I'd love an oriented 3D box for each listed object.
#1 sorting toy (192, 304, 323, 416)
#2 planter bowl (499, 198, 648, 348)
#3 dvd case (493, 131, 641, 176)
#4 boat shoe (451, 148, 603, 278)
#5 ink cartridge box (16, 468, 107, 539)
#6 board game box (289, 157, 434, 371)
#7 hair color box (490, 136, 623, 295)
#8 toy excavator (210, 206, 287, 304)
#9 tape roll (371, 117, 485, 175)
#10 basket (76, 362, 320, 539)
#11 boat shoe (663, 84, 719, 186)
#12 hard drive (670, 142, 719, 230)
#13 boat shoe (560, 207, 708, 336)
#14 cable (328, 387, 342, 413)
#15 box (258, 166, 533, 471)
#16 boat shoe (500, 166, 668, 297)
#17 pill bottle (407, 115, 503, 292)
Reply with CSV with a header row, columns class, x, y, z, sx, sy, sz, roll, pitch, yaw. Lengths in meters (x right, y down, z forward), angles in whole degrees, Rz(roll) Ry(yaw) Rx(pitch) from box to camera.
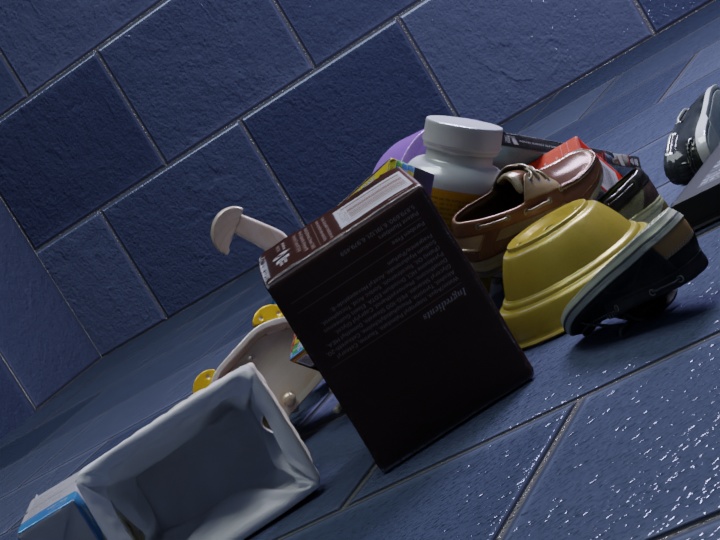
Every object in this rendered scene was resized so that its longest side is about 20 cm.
class,x,y,z,sx,sy,sz,roll,pitch,yaw
sorting toy,-0.104,0.140,1.854,0.200,0.107,0.180,-47,-13,-13
planter bowl,0.200,-0.012,1.602,0.199,0.084,0.200,-32,6,4
dvd case,0.197,-0.096,1.861,0.198,0.022,0.146,6,-33,-30
boat shoe,0.171,-0.072,1.684,0.199,0.072,0.075,-38,33,-26
ink cartridge box,-0.276,0.270,1.642,0.066,0.117,0.200,-32,7,-3
board game box,0.000,0.000,1.702,0.200,0.056,0.167,-37,36,60
hair color box,0.190,-0.057,1.834,0.199,0.065,0.111,-30,-37,24
toy excavator,-0.079,0.019,1.985,0.192,0.203,0.100,-4,1,-9
tape roll,0.111,-0.075,1.977,0.199,0.201,0.085,-35,7,-26
basket,-0.148,0.190,1.570,0.199,0.136,0.123,-32,2,3
boat shoe,0.375,-0.151,1.835,0.060,0.076,0.200,-22,10,26
hard drive,0.392,-0.110,1.635,0.139,0.033,0.200,-28,8,35
boat shoe,0.227,0.016,1.383,0.075,0.062,0.200,-42,-5,-30
cable,0.030,0.075,1.827,0.200,0.050,0.098,-48,-22,-49
box,0.028,0.038,1.495,0.163,0.201,0.166,-32,10,0
boat shoe,0.227,-0.039,1.739,0.199,0.066,0.072,-31,3,-5
pill bottle,0.095,-0.057,1.749,0.111,0.203,0.113,8,11,-2
